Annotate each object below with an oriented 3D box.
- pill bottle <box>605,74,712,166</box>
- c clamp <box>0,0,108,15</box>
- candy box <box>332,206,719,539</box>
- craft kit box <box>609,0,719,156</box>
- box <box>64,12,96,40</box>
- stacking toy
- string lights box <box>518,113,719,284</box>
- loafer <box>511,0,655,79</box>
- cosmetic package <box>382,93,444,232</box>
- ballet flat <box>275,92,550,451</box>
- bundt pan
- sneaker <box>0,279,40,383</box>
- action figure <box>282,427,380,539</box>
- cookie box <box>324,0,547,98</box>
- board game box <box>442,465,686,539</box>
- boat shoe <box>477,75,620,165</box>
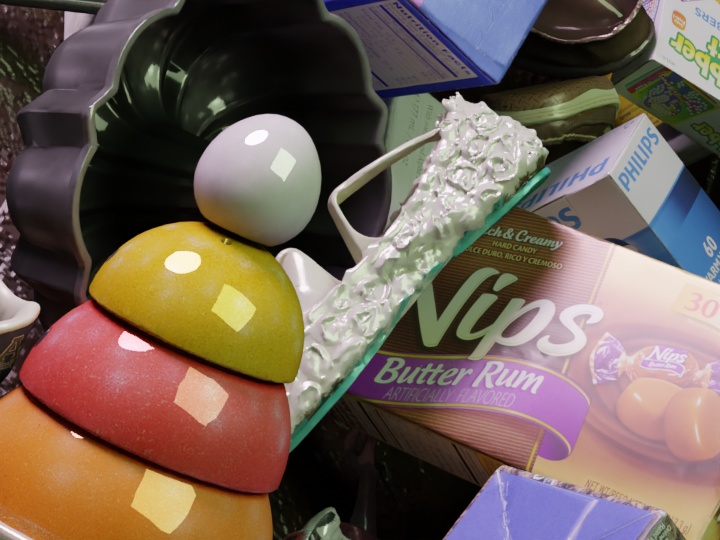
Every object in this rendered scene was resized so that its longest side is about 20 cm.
[{"bbox_3d":[0.175,-0.166,1.474,0.114,0.114,0.200,-21,82,-54],"label":"pill bottle"},{"bbox_3d":[-0.124,-0.188,1.159,0.200,0.027,0.171,0,63,-22],"label":"c clamp"},{"bbox_3d":[0.093,0.046,1.073,0.117,0.200,0.056,-57,150,-16],"label":"candy box"},{"bbox_3d":[0.243,-0.143,1.410,0.200,0.049,0.198,28,56,-23],"label":"craft kit box"},{"bbox_3d":[-0.117,-0.129,1.166,0.041,0.039,0.200,23,48,-36],"label":"box"},{"bbox_3d":[-0.069,0.032,0.945,0.146,0.146,0.200,23,93,-39],"label":"stacking toy"},{"bbox_3d":[0.151,0.033,1.177,0.200,0.103,0.059,51,42,-14],"label":"string lights box"},{"bbox_3d":[0.071,-0.174,1.323,0.200,0.071,0.073,31,62,18],"label":"loafer"},{"bbox_3d":[0.058,0.008,1.237,0.200,0.081,0.113,34,45,-29],"label":"cosmetic package"},{"bbox_3d":[0.000,0.000,1.056,0.200,0.072,0.072,-47,105,-18],"label":"ballet flat"},{"bbox_3d":[-0.078,-0.035,1.064,0.202,0.076,0.202,-13,106,-49],"label":"bundt pan"},{"bbox_3d":[-0.199,-0.034,0.957,0.200,0.090,0.067,56,36,-4],"label":"sneaker"},{"bbox_3d":[0.031,0.166,1.107,0.200,0.149,0.134,19,7,-23],"label":"action figure"},{"bbox_3d":[0.032,-0.172,1.188,0.075,0.200,0.171,38,72,-24],"label":"cookie box"},{"bbox_3d":[0.089,0.207,0.965,0.159,0.097,0.200,-51,123,-21],"label":"board game box"},{"bbox_3d":[0.111,-0.063,1.316,0.202,0.075,0.075,-11,92,-77],"label":"boat shoe"}]
